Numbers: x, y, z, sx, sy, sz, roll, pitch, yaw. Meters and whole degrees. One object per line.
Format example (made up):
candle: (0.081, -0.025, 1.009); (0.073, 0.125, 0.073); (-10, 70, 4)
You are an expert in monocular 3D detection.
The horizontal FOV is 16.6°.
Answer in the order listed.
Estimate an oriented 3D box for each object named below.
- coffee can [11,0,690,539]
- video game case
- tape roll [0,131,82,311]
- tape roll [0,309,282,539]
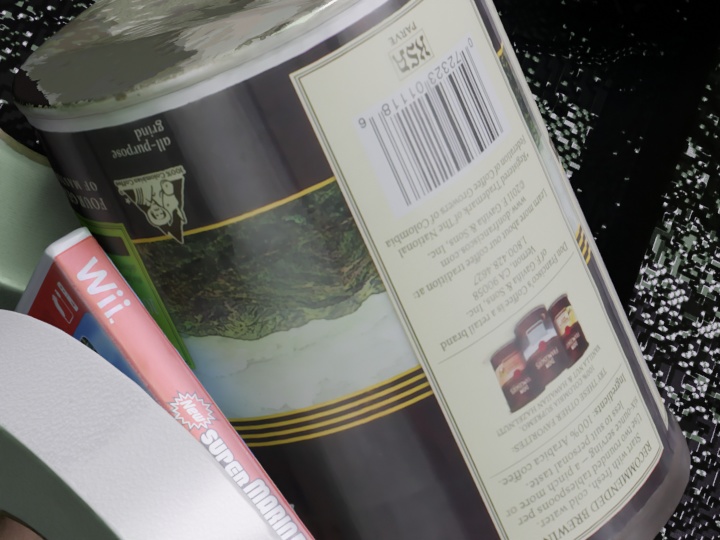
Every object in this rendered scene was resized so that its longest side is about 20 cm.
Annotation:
coffee can: (0.000, 0.000, 0.771); (0.146, 0.146, 0.201); (-35, 112, -26)
video game case: (-0.048, 0.097, 0.763); (0.017, 0.143, 0.200); (-32, 80, -29)
tape roll: (-0.095, -0.075, 0.871); (0.202, 0.037, 0.204); (6, 66, -15)
tape roll: (-0.067, 0.103, 0.723); (0.037, 0.203, 0.203); (-39, 83, -26)
